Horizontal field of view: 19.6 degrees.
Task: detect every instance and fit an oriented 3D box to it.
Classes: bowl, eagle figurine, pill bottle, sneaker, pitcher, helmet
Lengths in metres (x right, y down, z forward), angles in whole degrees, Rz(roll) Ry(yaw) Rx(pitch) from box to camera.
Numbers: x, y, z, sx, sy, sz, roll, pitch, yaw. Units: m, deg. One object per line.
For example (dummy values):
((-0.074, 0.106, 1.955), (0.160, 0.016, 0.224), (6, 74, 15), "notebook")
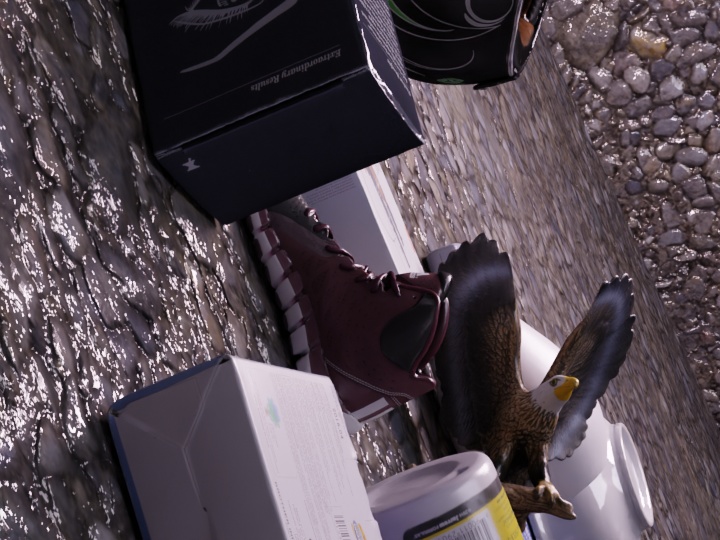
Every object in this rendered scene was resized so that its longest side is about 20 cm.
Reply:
((0.205, 0.194, 1.866), (0.201, 0.090, 0.203), (-18, 90, -77), "bowl")
((0.128, 0.092, 1.590), (0.152, 0.150, 0.202), (43, 45, -45), "eagle figurine")
((0.067, 0.226, 1.314), (0.111, 0.110, 0.202), (-40, 109, -76), "pill bottle")
((0.000, 0.000, 1.376), (0.076, 0.115, 0.202), (13, 57, -74), "sneaker")
((0.112, 0.091, 1.722), (0.201, 0.121, 0.172), (56, 0, -8), "pitcher")
((0.073, -0.274, 1.922), (0.200, 0.189, 0.202), (15, 90, -78), "helmet")

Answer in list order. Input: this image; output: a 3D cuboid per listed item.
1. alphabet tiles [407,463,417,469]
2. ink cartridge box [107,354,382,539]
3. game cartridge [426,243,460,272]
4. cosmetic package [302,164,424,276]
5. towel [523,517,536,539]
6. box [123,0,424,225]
((0.089, 0.257, 1.577), (0.167, 0.007, 0.202), (42, 31, -63), "alphabet tiles")
((-0.046, 0.126, 1.092), (0.200, 0.076, 0.138), (18, 52, -71), "ink cartridge box")
((0.114, 0.052, 1.924), (0.200, 0.041, 0.134), (43, 33, -62), "game cartridge")
((0.001, -0.029, 1.522), (0.200, 0.051, 0.152), (-80, 149, -78), "cosmetic package")
((0.147, 0.235, 1.819), (0.201, 0.024, 0.146), (-86, 154, -58), "towel")
((-0.061, -0.154, 1.306), (0.104, 0.147, 0.202), (47, 27, -58), "box")
